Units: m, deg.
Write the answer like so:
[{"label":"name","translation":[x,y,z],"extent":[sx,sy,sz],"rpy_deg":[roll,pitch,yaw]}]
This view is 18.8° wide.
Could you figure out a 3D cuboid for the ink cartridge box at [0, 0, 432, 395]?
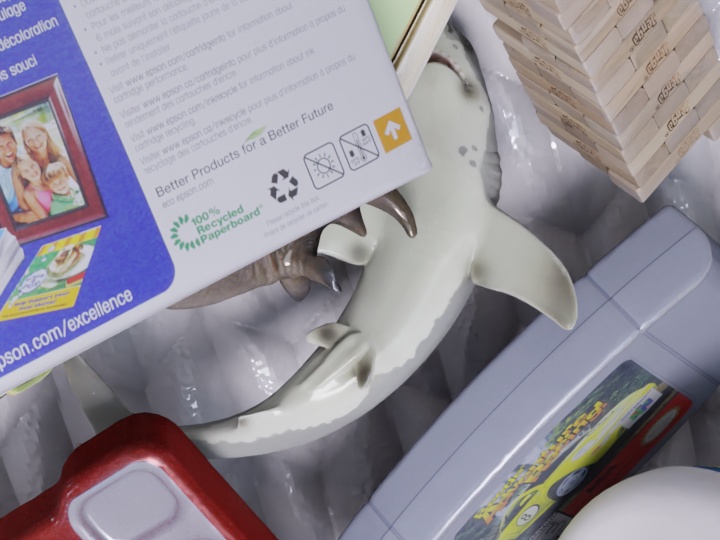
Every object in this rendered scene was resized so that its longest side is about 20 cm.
[{"label":"ink cartridge box","translation":[-0.097,-0.081,0.656],"extent":[0.197,0.047,0.201],"rpy_deg":[-28,103,-23]}]

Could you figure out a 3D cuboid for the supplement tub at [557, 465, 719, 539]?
[{"label":"supplement tub","translation":[0.182,0.147,0.852],"extent":[0.199,0.145,0.145],"rpy_deg":[3,115,-39]}]

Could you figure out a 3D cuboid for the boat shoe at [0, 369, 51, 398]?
[{"label":"boat shoe","translation":[-0.161,0.018,0.707],"extent":[0.060,0.202,0.072],"rpy_deg":[-27,79,14]}]

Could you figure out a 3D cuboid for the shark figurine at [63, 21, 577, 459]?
[{"label":"shark figurine","translation":[-0.003,0.022,0.813],"extent":[0.128,0.090,0.215],"rpy_deg":[44,89,12]}]

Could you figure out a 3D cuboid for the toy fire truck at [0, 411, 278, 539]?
[{"label":"toy fire truck","translation":[-0.079,0.163,0.809],"extent":[0.168,0.112,0.200],"rpy_deg":[-32,113,17]}]

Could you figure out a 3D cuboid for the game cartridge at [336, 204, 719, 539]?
[{"label":"game cartridge","translation":[0.073,0.065,0.849],"extent":[0.200,0.041,0.133],"rpy_deg":[-47,151,8]}]

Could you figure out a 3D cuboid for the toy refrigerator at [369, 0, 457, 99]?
[{"label":"toy refrigerator","translation":[0.020,-0.165,0.737],"extent":[0.076,0.070,0.200],"rpy_deg":[20,108,-26]}]

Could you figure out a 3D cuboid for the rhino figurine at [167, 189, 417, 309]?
[{"label":"rhino figurine","translation":[-0.072,-0.033,0.736],"extent":[0.199,0.060,0.088],"rpy_deg":[12,75,-22]}]

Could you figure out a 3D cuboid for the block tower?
[{"label":"block tower","translation":[0.076,-0.096,0.745],"extent":[0.058,0.054,0.200],"rpy_deg":[-48,147,-5]}]
